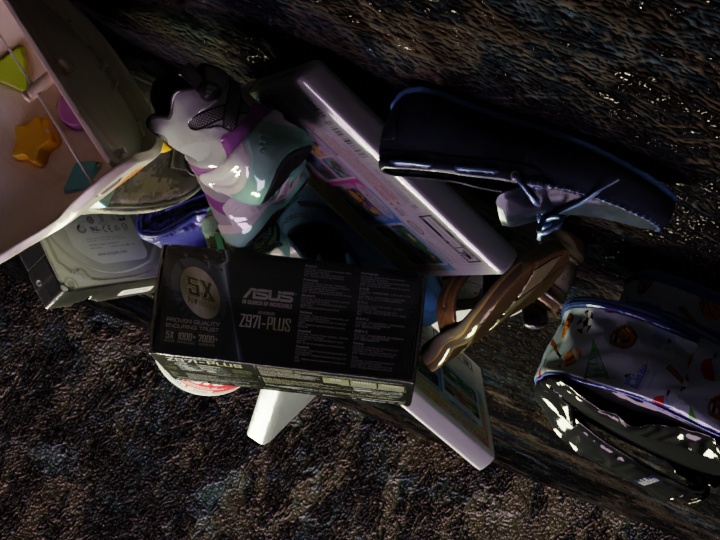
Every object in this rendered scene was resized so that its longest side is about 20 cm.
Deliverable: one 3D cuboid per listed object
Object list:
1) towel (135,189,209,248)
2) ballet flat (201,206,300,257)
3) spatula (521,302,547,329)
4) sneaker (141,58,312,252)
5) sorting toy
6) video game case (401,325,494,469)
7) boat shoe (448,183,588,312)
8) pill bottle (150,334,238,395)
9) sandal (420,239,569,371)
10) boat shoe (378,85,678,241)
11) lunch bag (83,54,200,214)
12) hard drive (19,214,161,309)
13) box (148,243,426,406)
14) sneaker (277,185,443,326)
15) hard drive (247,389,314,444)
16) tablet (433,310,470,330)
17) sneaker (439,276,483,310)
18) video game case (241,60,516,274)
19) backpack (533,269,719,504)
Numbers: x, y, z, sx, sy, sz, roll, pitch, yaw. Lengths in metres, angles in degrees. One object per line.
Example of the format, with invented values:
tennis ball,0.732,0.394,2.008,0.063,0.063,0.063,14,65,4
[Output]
towel,-0.111,-0.051,1.629,0.148,0.050,0.200,-15,169,5
ballet flat,-0.066,-0.017,1.552,0.074,0.074,0.200,17,-172,33
spatula,0.143,0.027,1.515,0.056,0.021,0.200,-2,-174,5
sneaker,-0.107,-0.097,1.317,0.140,0.078,0.200,42,160,5
sorting toy,-0.254,-0.095,1.352,0.200,0.180,0.107,56,-164,18
video game case,0.035,0.070,1.611,0.200,0.024,0.182,41,-164,-15
boat shoe,0.078,-0.030,1.449,0.200,0.063,0.073,21,171,16
pill bottle,-0.127,0.044,1.658,0.112,0.112,0.200,24,163,-5
sandal,0.090,0.021,1.407,0.054,0.080,0.200,56,151,6
boat shoe,0.107,-0.057,1.206,0.200,0.069,0.084,20,170,21
lunch bag,-0.228,-0.110,1.517,0.168,0.140,0.200,16,178,-27
hard drive,-0.262,-0.066,1.644,0.140,0.200,0.038,-8,154,-49
box,-0.053,0.045,1.417,0.200,0.086,0.164,6,170,3
sneaker,0.000,0.000,1.507,0.066,0.078,0.200,-30,127,25
hard drive,-0.046,0.062,1.759,0.026,0.132,0.200,31,132,15
tablet,0.056,0.058,1.759,0.200,0.014,0.130,-23,160,7
sneaker,0.063,-0.017,1.592,0.115,0.075,0.200,1,160,32
video game case,0.003,-0.069,1.333,0.200,0.024,0.182,43,166,-15
backpack,0.238,0.083,1.434,0.190,0.154,0.200,18,163,-5
